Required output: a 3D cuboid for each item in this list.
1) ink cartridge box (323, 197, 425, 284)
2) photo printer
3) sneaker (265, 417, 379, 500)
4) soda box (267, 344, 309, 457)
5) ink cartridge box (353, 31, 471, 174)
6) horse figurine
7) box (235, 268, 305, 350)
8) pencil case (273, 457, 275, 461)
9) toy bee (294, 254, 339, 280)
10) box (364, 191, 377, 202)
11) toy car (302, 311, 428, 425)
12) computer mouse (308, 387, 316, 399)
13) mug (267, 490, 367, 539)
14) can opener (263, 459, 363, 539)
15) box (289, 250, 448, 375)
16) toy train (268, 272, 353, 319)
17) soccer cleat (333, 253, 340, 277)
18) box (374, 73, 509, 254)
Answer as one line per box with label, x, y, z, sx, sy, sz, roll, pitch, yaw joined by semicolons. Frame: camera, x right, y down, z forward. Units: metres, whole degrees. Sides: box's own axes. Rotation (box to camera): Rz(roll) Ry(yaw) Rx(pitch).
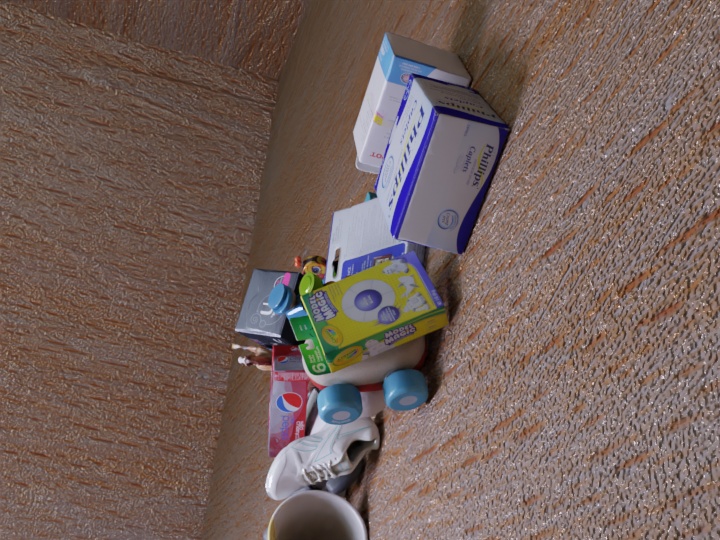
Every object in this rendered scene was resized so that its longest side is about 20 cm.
ink cartridge box;0.022;-0.021;1.396;0.199;0.047;0.200;-16;61;49
photo printer;-0.062;0.298;1.537;0.200;0.069;0.168;-161;84;-76
sneaker;-0.058;0.288;1.338;0.080;0.200;0.071;42;165;49
soda box;-0.124;0.226;1.497;0.070;0.063;0.202;-100;14;-56
ink cartridge box;0.071;-0.247;1.374;0.126;0.127;0.201;-100;27;-59
horse figurine;-0.145;0.174;1.572;0.132;0.199;0.050;0;67;57
box;-0.116;0.090;1.578;0.105;0.200;0.123;5;71;31
pencil case;-0.145;0.364;1.788;0.200;0.087;0.088;-108;33;-63
toy bee;-0.095;0.009;1.863;0.131;0.108;0.202;-132;56;-76
box;0.008;-0.037;1.608;0.083;0.049;0.201;-97;24;-55
toy car;0.016;0.151;1.270;0.201;0.175;0.186;75;-176;-54
computer mouse;-0.114;0.201;1.717;0.139;0.052;0.201;116;137;-56
mug;-0.092;0.444;1.328;0.154;0.185;0.150;105;148;-45
can opener;-0.079;0.366;1.402;0.201;0.053;0.066;-51;46;0
box;0.005;0.058;1.179;0.049;0.198;0.118;71;174;-47
toy train;-0.040;0.034;1.313;0.199;0.115;0.085;-27;51;40
soccer cleat;0.000;0.000;1.498;0.200;0.067;0.082;-18;90;62
box;0.104;-0.152;1.208;0.200;0.104;0.186;-106;32;-63
